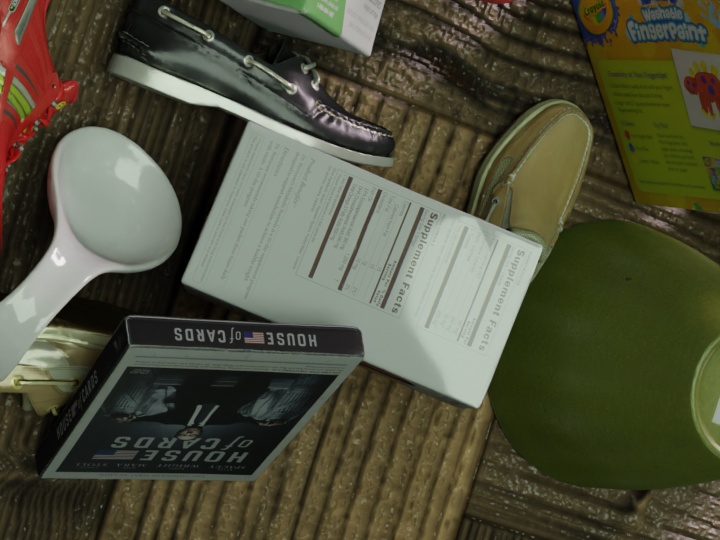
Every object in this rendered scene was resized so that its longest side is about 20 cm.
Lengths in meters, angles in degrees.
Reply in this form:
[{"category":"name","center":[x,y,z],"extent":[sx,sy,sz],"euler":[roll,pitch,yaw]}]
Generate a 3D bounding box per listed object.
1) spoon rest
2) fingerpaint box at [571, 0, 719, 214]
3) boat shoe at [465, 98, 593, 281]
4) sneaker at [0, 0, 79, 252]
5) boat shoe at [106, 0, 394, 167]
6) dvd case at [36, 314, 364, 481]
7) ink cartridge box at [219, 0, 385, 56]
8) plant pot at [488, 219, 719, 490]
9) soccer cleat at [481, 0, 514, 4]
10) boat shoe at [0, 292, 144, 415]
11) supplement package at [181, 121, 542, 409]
[{"category":"spoon rest","center":[-0.171,-0.016,1.475],"extent":[0.099,0.060,0.200],"euler":[45,43,-12]},{"category":"fingerpaint box","center":[0.236,-0.127,1.603],"extent":[0.073,0.200,0.168],"euler":[-25,104,-20]},{"category":"boat shoe","center":[0.105,-0.024,1.624],"extent":[0.071,0.076,0.201],"euler":[32,82,-22]},{"category":"sneaker","center":[-0.214,-0.099,1.483],"extent":[0.084,0.077,0.202],"euler":[4,94,-29]},{"category":"boat shoe","center":[-0.062,-0.120,1.548],"extent":[0.199,0.074,0.061],"euler":[20,92,-15]},{"category":"dvd case","center":[-0.102,0.082,1.489],"extent":[0.149,0.200,0.025],"euler":[3,62,-23]},{"category":"ink cartridge box","center":[-0.022,-0.250,1.504],"extent":[0.084,0.146,0.202],"euler":[16,89,17]},{"category":"plant pot","center":[0.209,0.067,1.610],"extent":[0.186,0.200,0.189],"euler":[-2,96,-23]},{"category":"soccer cleat","center":[0.078,-0.276,1.604],"extent":[0.076,0.066,0.202],"euler":[-13,92,-59]},{"category":"boat shoe","center":[-0.203,0.054,1.509],"extent":[0.198,0.074,0.067],"euler":[8,105,-22]},{"category":"supplement package","center":[0.000,0.000,1.526],"extent":[0.199,0.114,0.110],"euler":[23,86,0]}]
